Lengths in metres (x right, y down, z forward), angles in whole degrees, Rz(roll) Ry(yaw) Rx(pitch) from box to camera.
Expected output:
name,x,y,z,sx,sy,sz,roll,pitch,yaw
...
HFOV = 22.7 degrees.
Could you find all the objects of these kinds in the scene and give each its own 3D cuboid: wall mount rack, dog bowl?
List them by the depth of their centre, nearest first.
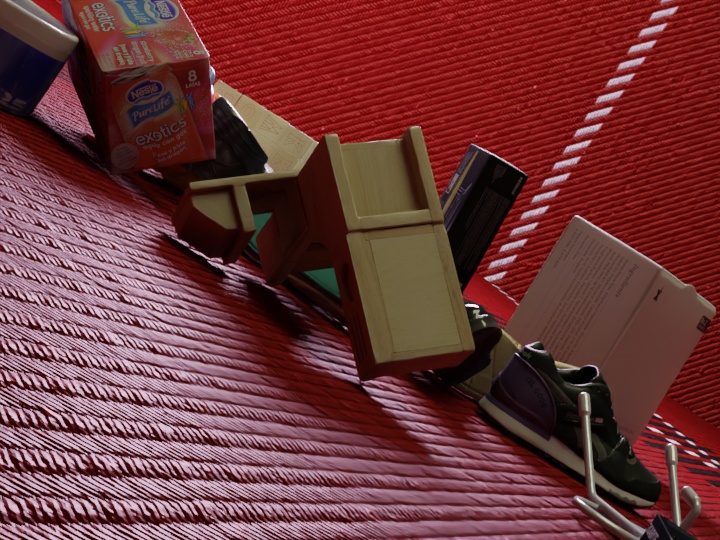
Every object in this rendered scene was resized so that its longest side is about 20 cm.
name,x,y,z,sx,sy,sz,roll,pitch,yaw
wall mount rack,0.239,0.183,1.412,0.199,0.075,0.174,32,5,-35
dog bowl,-0.336,-0.213,1.485,0.199,0.079,0.200,33,4,-3

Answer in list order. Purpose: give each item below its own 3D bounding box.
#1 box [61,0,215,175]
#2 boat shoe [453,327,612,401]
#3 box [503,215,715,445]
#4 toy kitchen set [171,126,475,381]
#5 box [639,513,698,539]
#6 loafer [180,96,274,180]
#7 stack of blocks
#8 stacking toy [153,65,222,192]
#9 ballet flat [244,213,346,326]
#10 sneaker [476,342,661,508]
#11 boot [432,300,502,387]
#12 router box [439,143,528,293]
name,x,y,z,sx,sy,sz,roll,pitch,yaw
box,-0.194,-0.177,1.549,0.094,0.101,0.200,-10,35,-15
boat shoe,0.133,0.098,1.650,0.198,0.073,0.065,20,-17,-14
box,0.275,0.074,2.035,0.130,0.201,0.199,34,4,32
toy kitchen set,-0.041,0.015,1.361,0.161,0.182,0.200,-7,-18,-21
box,0.270,0.244,1.172,0.199,0.046,0.159,35,5,3
loafer,-0.106,-0.069,1.654,0.201,0.072,0.073,57,-4,-38
stack of blocks,-0.083,-0.092,1.809,0.199,0.059,0.115,33,-28,3
stacking toy,-0.144,-0.104,1.708,0.200,0.116,0.110,48,-9,-38
ballet flat,-0.050,-0.006,1.560,0.200,0.067,0.063,41,-18,33
sneaker,0.204,0.136,1.578,0.199,0.088,0.076,32,4,-25
boot,0.043,-0.008,1.541,0.201,0.065,0.165,62,-9,13
router box,0.106,-0.038,2.010,0.052,0.201,0.157,29,6,-8
